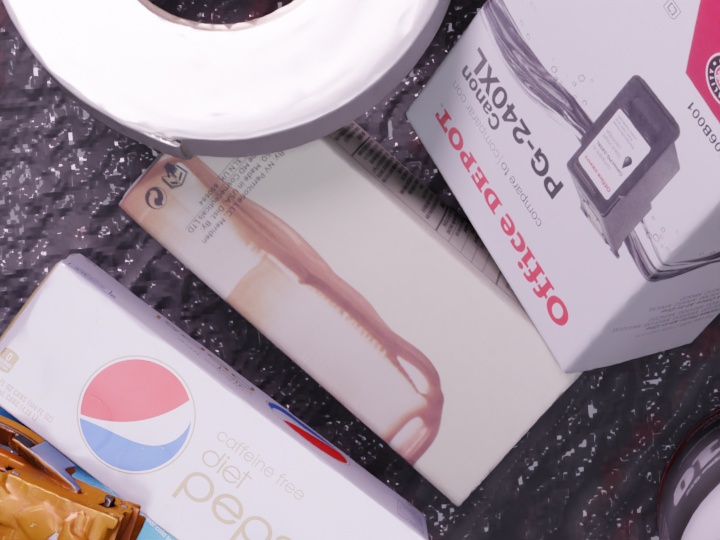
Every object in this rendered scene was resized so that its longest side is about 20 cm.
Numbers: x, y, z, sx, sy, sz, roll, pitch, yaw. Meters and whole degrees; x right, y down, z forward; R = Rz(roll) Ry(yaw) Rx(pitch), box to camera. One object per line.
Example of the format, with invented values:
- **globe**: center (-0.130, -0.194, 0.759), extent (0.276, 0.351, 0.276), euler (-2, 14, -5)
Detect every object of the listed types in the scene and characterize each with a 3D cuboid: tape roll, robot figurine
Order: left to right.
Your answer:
- **robot figurine**: center (-0.198, 0.109, 1.032), extent (0.199, 0.058, 0.145), euler (22, 98, 14)
- **tape roll**: center (-0.056, -0.147, 1.027), extent (0.202, 0.037, 0.204), euler (-1, 82, 4)

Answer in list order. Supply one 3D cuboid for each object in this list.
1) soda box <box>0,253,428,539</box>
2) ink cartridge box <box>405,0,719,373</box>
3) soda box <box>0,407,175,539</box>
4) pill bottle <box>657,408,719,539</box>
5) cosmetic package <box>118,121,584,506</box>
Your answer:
- **soda box**: center (-0.067, 0.079, 1.058), extent (0.200, 0.064, 0.068), euler (37, 93, -1)
- **ink cartridge box**: center (0.122, -0.071, 1.007), extent (0.145, 0.083, 0.200), euler (59, 140, 20)
- **soda box**: center (-0.077, 0.106, 1.127), extent (0.064, 0.068, 0.200), euler (-44, 92, 6)
- **pill bottle**: center (0.187, 0.124, 1.044), extent (0.113, 0.200, 0.114), euler (0, 97, 4)
- **cosmetic package**: center (0.000, 0.000, 1.093), extent (0.200, 0.103, 0.087), euler (41, 100, 0)
